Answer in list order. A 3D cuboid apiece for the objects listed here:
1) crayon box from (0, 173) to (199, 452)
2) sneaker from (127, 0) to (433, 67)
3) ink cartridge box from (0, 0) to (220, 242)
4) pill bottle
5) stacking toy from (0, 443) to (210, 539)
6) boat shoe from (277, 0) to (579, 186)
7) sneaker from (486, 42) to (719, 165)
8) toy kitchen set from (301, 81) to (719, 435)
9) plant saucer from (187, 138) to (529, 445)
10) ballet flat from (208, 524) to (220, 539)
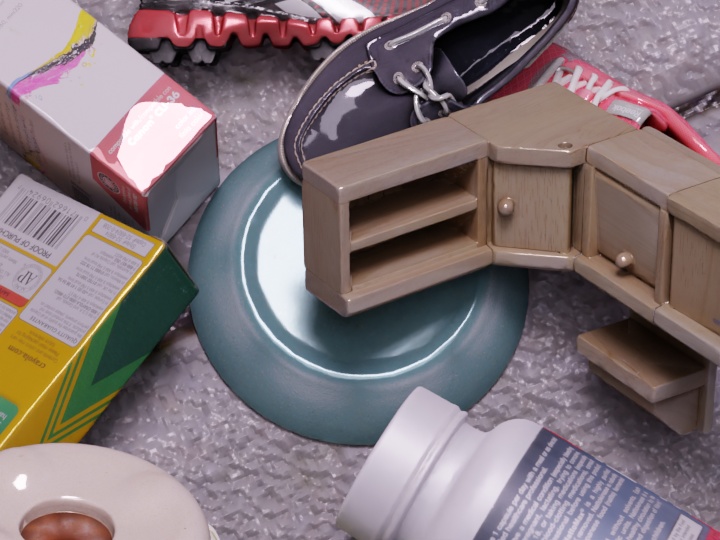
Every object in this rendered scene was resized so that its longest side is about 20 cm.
[{"bbox_3d":[-0.200,0.053,1.384,0.126,0.052,0.200,25,68,38],"label":"crayon box"},{"bbox_3d":[-0.037,-0.170,1.477,0.200,0.071,0.098,-1,92,-3],"label":"sneaker"},{"bbox_3d":[-0.176,-0.106,1.432,0.200,0.116,0.068,38,74,9],"label":"ink cartridge box"},{"bbox_3d":[0.095,0.150,1.359,0.200,0.120,0.120,31,72,7],"label":"pill bottle"},{"bbox_3d":[-0.156,0.203,1.309,0.146,0.200,0.146,5,31,-3],"label":"stacking toy"},{"bbox_3d":[0.039,-0.115,1.422,0.200,0.063,0.073,-35,100,-5],"label":"boat shoe"},{"bbox_3d":[0.144,-0.089,1.460,0.200,0.087,0.074,34,73,9],"label":"sneaker"},{"bbox_3d":[0.098,0.026,1.356,0.180,0.163,0.200,-19,34,-29],"label":"toy kitchen set"},{"bbox_3d":[0.000,0.000,1.449,0.200,0.036,0.200,1,71,-2],"label":"plant saucer"},{"bbox_3d":[-0.117,0.158,1.374,0.200,0.067,0.067,26,70,8],"label":"ballet flat"}]
